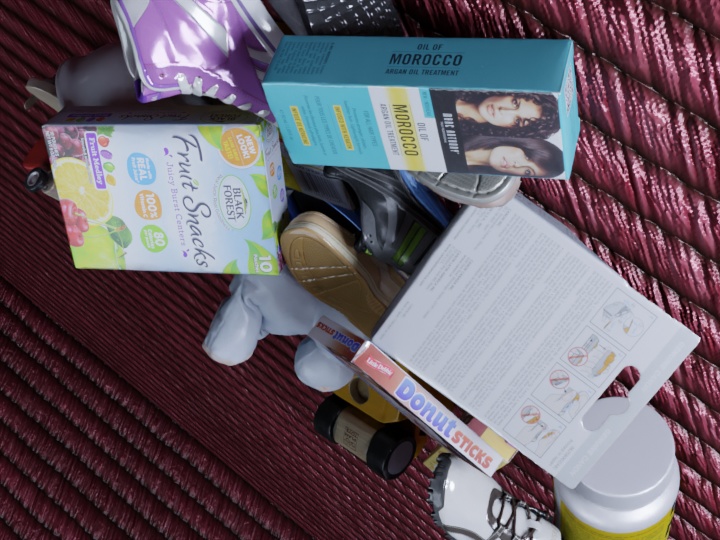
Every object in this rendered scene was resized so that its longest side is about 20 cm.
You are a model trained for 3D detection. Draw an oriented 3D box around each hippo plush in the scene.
[{"bbox_3d":[-0.050,0.030,1.065,0.160,0.159,0.200,27,118,-7],"label":"hippo plush"}]

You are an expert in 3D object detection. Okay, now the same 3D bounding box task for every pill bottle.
[{"bbox_3d":[0.237,0.206,0.978,0.114,0.114,0.200,31,157,27],"label":"pill bottle"}]

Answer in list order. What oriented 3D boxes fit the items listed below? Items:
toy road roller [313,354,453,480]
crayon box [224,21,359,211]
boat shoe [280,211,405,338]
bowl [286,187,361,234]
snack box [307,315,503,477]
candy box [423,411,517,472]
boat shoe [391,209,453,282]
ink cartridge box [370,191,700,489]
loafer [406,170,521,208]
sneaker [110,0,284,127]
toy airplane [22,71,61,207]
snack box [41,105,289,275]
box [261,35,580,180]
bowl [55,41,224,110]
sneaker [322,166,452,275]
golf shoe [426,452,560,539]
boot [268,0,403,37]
[{"bbox_3d":[0.042,0.132,1.224,0.123,0.146,0.201,26,117,37],"label":"toy road roller"},{"bbox_3d":[-0.068,-0.152,0.920,0.127,0.051,0.200,23,153,41],"label":"crayon box"},{"bbox_3d":[0.000,0.000,0.953,0.074,0.069,0.200,-4,145,35],"label":"boat shoe"},{"bbox_3d":[-0.019,-0.032,1.082,0.200,0.039,0.201,37,159,17],"label":"bowl"},{"bbox_3d":[0.041,0.108,0.883,0.200,0.024,0.072,43,170,-34],"label":"snack box"},{"bbox_3d":[0.136,0.153,1.055,0.056,0.117,0.200,40,160,8],"label":"candy box"},{"bbox_3d":[0.079,0.004,0.939,0.200,0.071,0.063,44,168,-2],"label":"boat shoe"},{"bbox_3d":[0.131,0.047,0.815,0.200,0.163,0.057,35,-163,-2],"label":"ink cartridge box"},{"bbox_3d":[0.048,-0.105,0.798,0.200,0.072,0.063,37,177,31],"label":"loafer"},{"bbox_3d":[-0.104,-0.141,0.772,0.201,0.114,0.073,52,170,-26],"label":"sneaker"},{"bbox_3d":[-0.296,-0.160,1.236,0.198,0.142,0.200,7,154,-14],"label":"toy airplane"},{"bbox_3d":[-0.167,-0.071,0.917,0.199,0.053,0.143,2,120,13],"label":"snack box"},{"bbox_3d":[0.041,-0.109,0.697,0.199,0.049,0.082,5,145,20],"label":"box"},{"bbox_3d":[-0.193,-0.155,1.029,0.201,0.090,0.201,44,-158,-24],"label":"bowl"},{"bbox_3d":[0.040,-0.027,0.879,0.200,0.083,0.071,55,-174,1],"label":"sneaker"},{"bbox_3d":[0.137,0.232,0.976,0.094,0.078,0.200,-7,140,37],"label":"golf shoe"},{"bbox_3d":[-0.052,-0.212,0.775,0.200,0.070,0.132,59,162,-20],"label":"boot"}]
